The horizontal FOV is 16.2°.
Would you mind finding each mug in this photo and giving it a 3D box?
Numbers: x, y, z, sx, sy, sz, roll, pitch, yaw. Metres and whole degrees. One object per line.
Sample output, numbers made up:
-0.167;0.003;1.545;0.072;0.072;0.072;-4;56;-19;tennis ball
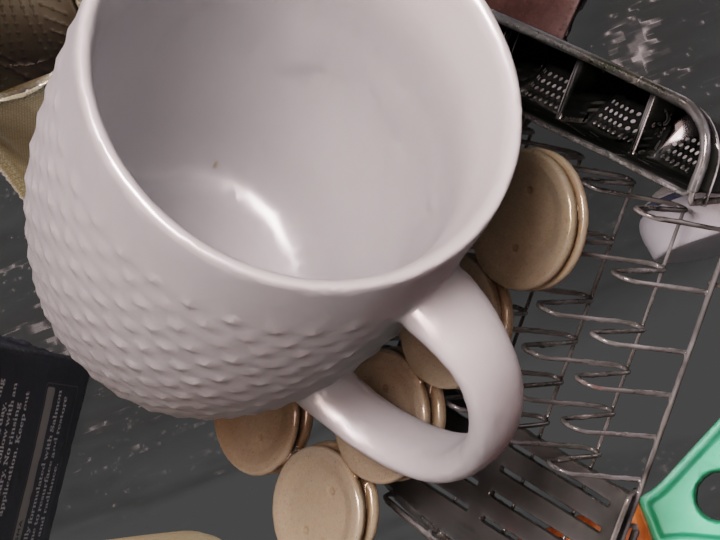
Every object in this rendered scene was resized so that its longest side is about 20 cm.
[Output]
-0.025;-0.007;0.864;0.200;0.175;0.148;44;60;4;mug

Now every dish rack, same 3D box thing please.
0.059;0.014;0.932;0.153;0.054;0.201;30;108;43;dish rack

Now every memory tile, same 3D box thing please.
0.000;0.000;0.946;0.200;0.017;0.153;-56;52;30;memory tile

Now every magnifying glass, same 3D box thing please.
0.129;0.088;0.961;0.199;0.022;0.080;-23;78;13;magnifying glass

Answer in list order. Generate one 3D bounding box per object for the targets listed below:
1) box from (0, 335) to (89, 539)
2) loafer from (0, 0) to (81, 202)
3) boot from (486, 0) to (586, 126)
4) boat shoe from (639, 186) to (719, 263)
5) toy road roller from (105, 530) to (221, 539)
-0.239;0.061;0.977;0.196;0.200;0.118;13;88;18;box
-0.121;-0.075;0.944;0.075;0.068;0.200;-13;123;17;loafer
-0.010;-0.092;0.996;0.166;0.072;0.201;29;104;8;boot
0.189;-0.072;0.934;0.201;0.075;0.086;-23;79;11;boat shoe
-0.101;0.209;0.966;0.146;0.123;0.201;-18;80;25;toy road roller
